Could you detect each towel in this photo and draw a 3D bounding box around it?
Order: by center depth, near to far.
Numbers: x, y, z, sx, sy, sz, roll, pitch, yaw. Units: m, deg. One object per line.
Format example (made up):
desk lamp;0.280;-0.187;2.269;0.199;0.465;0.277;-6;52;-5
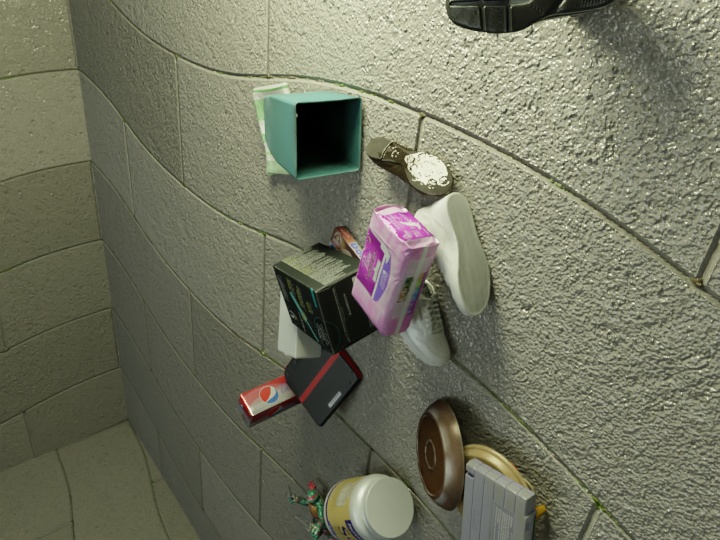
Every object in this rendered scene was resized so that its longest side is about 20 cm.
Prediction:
towel;-0.189;-0.318;1.355;0.152;0.023;0.202;12;114;50

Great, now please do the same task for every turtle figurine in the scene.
turtle figurine;-0.128;0.676;1.653;0.150;0.100;0.201;33;147;60

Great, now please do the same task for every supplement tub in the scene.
supplement tub;0.017;0.544;1.356;0.200;0.145;0.146;-38;74;54

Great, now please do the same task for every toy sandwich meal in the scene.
toy sandwich meal;0.239;0.398;1.065;0.204;0.070;0.207;19;116;46

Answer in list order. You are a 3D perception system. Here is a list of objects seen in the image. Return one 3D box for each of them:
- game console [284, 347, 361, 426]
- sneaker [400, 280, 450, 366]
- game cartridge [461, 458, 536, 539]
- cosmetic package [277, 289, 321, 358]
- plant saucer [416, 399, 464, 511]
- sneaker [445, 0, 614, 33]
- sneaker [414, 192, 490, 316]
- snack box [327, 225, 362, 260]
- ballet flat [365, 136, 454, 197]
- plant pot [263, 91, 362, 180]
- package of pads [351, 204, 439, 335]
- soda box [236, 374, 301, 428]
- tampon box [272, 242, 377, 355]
game console;-0.096;0.252;1.439;0.177;0.031;0.200;49;122;22
sneaker;0.113;0.079;1.088;0.080;0.076;0.201;-39;74;43
game cartridge;0.231;0.435;1.006;0.129;0.038;0.202;18;115;42
cosmetic package;-0.137;0.095;1.382;0.101;0.074;0.202;11;99;58
plant saucer;0.143;0.346;1.120;0.200;0.032;0.202;180;90;-76
sneaker;0.208;-0.321;0.717;0.199;0.115;0.076;0;102;19
sneaker;0.147;-0.019;1.002;0.115;0.073;0.202;-16;83;57
snack box;0.000;0.000;1.240;0.200;0.024;0.072;52;143;25
ballet flat;0.087;-0.176;1.030;0.200;0.068;0.046;34;175;37
plant pot;-0.109;-0.281;1.173;0.200;0.140;0.142;36;132;49
package of pads;0.053;0.000;1.019;0.121;0.075;0.201;49;139;37
soda box;-0.209;0.319;1.513;0.070;0.199;0.064;50;140;26
tampon box;-0.069;0.051;1.231;0.200;0.126;0.151;26;137;54
